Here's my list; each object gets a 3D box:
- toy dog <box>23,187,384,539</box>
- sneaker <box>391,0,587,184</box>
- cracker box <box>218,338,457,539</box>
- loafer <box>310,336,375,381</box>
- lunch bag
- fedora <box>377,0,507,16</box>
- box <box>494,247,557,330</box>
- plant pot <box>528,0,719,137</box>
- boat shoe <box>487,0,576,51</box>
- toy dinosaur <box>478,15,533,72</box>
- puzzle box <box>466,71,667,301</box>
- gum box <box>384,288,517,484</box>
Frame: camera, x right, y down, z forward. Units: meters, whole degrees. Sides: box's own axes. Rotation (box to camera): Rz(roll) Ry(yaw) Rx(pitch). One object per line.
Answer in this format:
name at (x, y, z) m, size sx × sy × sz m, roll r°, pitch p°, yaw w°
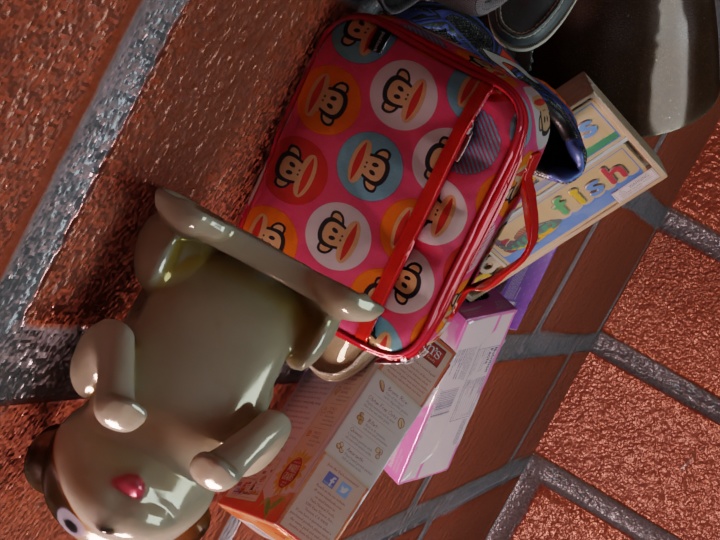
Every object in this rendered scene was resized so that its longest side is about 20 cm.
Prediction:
toy dog at (-0.111, 0.065, 0.867) m, size 0.200 × 0.139 × 0.194 m, roll -61°, pitch -159°, yaw -2°
sneaker at (0.092, -0.124, 1.072) m, size 0.200 × 0.078 × 0.075 m, roll 26°, pitch 108°, yaw -31°
cracker box at (-0.020, 0.131, 1.249) m, size 0.200 × 0.058 × 0.134 m, roll -56°, pitch -161°, yaw -15°
loafer at (0.000, 0.000, 1.170) m, size 0.068 × 0.076 × 0.200 m, roll -11°, pitch 132°, yaw -58°
lunch bag at (0.029, -0.048, 0.970) m, size 0.200 × 0.176 × 0.082 m, roll -65°, pitch 164°, yaw 16°
fedora at (0.083, -0.241, 0.951) m, size 0.200 × 0.090 × 0.177 m, roll -64°, pitch 165°, yaw 11°
box at (0.136, -0.067, 1.367) m, size 0.039 × 0.137 × 0.200 m, roll 9°, pitch 116°, yaw -33°
plant pot at (0.208, -0.240, 1.234) m, size 0.187 × 0.187 × 0.200 m, roll -46°, pitch 145°, yaw -43°
boat shoe at (0.138, -0.254, 1.079) m, size 0.062 × 0.073 × 0.200 m, roll -7°, pitch 120°, yaw -79°
toy dinosaur at (0.078, -0.137, 1.159) m, size 0.200 × 0.077 × 0.102 m, roll -58°, pitch 152°, yaw -24°
puzzle box at (0.131, -0.062, 1.217) m, size 0.200 × 0.025 × 0.133 m, roll -34°, pitch 136°, yaw 19°
gum box at (0.053, 0.076, 1.362) m, size 0.066 × 0.114 × 0.200 m, roll -10°, pitch 132°, yaw -41°
